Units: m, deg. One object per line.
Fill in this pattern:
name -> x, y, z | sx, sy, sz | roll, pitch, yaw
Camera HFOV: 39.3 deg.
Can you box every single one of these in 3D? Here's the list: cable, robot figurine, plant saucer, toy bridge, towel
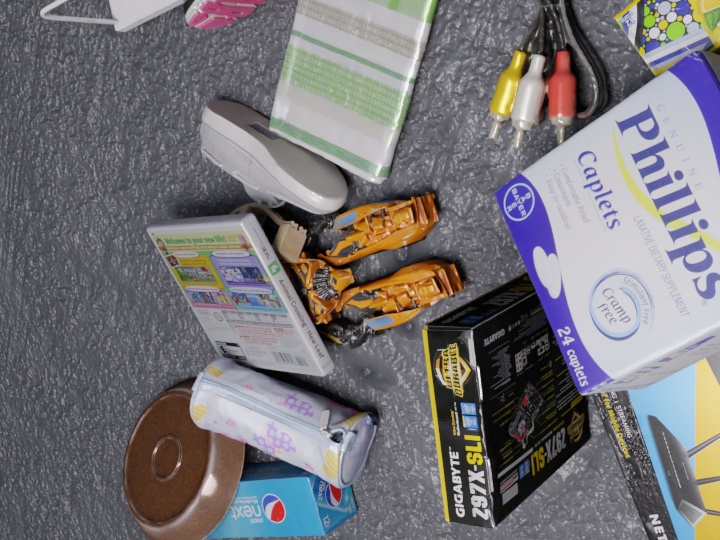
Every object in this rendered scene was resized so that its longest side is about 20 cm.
cable -> 0.156, -0.200, 0.828 | 0.097, 0.050, 0.200 | 11, 110, 33
robot figurine -> 0.000, 0.000, 0.993 | 0.200, 0.058, 0.145 | -20, 89, 38
plant saucer -> -0.215, 0.220, 1.169 | 0.200, 0.034, 0.201 | -16, 64, 37
toy bridge -> -0.123, -0.037, 1.071 | 0.200, 0.027, 0.067 | -4, 60, 51
towel -> -0.006, -0.202, 0.966 | 0.149, 0.031, 0.200 | 29, 116, 24

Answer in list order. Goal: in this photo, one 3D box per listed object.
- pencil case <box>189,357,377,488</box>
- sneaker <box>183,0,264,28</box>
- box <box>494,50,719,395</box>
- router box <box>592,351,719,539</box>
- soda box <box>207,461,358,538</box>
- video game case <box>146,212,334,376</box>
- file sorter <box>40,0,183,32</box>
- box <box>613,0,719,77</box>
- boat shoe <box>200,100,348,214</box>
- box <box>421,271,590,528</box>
pencil case -> -0.083, 0.159, 1.066 | 0.200, 0.091, 0.083 | 18, 88, 25
sneaker -> -0.119, -0.325, 0.986 | 0.200, 0.074, 0.088 | -46, 69, 36
box -> 0.230, -0.030, 0.756 | 0.200, 0.105, 0.184 | -36, 64, 36
router box -> 0.290, 0.153, 0.824 | 0.149, 0.051, 0.200 | -24, 86, 38
soda box -> -0.104, 0.258, 1.137 | 0.200, 0.064, 0.068 | -13, 94, 39
video game case -> -0.129, 0.025, 1.053 | 0.200, 0.022, 0.182 | 0, 123, 52
file sorter -> -0.266, -0.368, 1.035 | 0.139, 0.124, 0.200 | -12, 89, 37
box -> 0.286, -0.219, 0.718 | 0.200, 0.064, 0.070 | -40, 78, 37
boat shoe -> -0.095, -0.102, 1.029 | 0.200, 0.072, 0.069 | 33, 124, 24
box -> 0.127, 0.097, 0.836 | 0.049, 0.200, 0.160 | 1, 104, 34
